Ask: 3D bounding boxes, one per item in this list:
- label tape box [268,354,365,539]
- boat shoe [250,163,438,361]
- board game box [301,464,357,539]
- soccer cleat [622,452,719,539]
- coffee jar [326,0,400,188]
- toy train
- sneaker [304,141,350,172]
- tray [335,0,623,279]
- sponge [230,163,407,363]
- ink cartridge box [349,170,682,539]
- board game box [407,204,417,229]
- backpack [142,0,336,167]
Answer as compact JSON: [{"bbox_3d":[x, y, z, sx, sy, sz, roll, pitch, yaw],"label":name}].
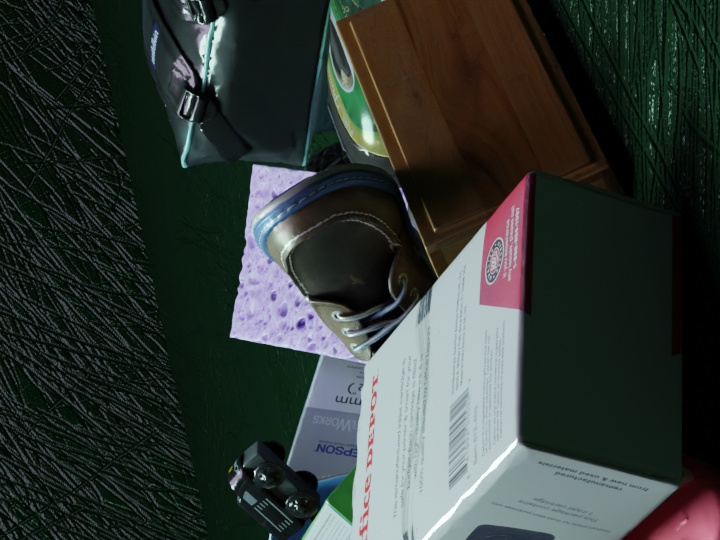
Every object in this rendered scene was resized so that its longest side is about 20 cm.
[{"bbox_3d":[-0.002,0.137,1.817,0.143,0.066,0.200,83,-162,-49],"label":"label tape box"},{"bbox_3d":[0.008,0.004,1.453,0.072,0.072,0.200,62,-169,21],"label":"boat shoe"},{"bbox_3d":[0.055,0.198,1.590,0.200,0.040,0.153,41,159,5],"label":"board game box"},{"bbox_3d":[0.139,0.127,1.363,0.200,0.076,0.067,-23,54,63],"label":"soccer cleat"},{"bbox_3d":[0.027,-0.145,1.646,0.200,0.085,0.104,93,163,-49],"label":"coffee jar"},{"bbox_3d":[-0.005,0.177,1.708,0.200,0.046,0.034,44,-159,-19],"label":"toy train"},{"bbox_3d":[0.012,-0.015,1.923,0.200,0.076,0.091,-109,8,-50],"label":"sneaker"},{"bbox_3d":[0.058,-0.081,1.467,0.200,0.098,0.037,-111,-4,-48],"label":"tray"},{"bbox_3d":[0.000,0.000,1.736,0.200,0.030,0.112,10,91,46],"label":"sponge"},{"bbox_3d":[0.070,0.071,1.340,0.200,0.084,0.145,128,152,-53],"label":"ink cartridge box"},{"bbox_3d":[0.078,0.056,1.554,0.200,0.062,0.200,99,152,-44],"label":"board game box"},{"bbox_3d":[-0.064,-0.178,1.801,0.200,0.153,0.176,-119,29,-52],"label":"backpack"}]
